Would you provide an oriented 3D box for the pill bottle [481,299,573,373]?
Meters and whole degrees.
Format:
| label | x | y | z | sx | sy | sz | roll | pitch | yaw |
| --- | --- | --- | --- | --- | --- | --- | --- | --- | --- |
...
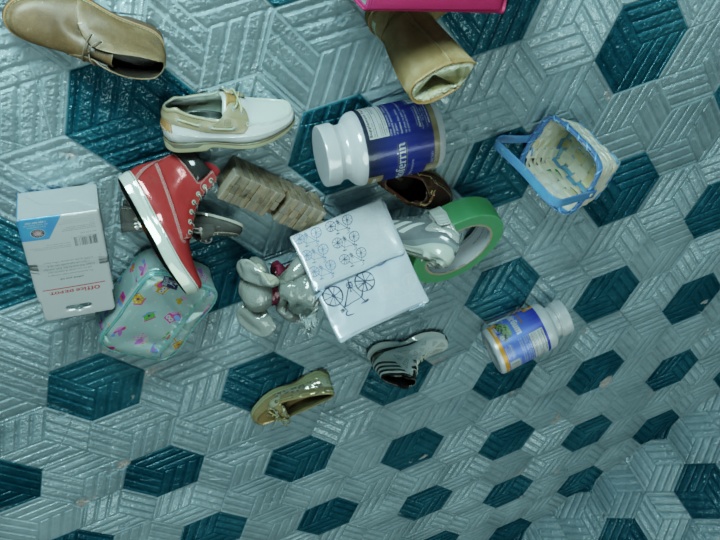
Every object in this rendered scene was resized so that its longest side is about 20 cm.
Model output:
| label | x | y | z | sx | sy | sz | roll | pitch | yaw |
| --- | --- | --- | --- | --- | --- | --- | --- | --- | --- |
| pill bottle | 0.393 | 0.149 | 1.677 | 0.196 | 0.113 | 0.113 | -27 | 139 | -2 |

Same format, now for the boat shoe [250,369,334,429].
| label | x | y | z | sx | sy | sz | roll | pitch | yaw |
| --- | --- | --- | --- | --- | --- | --- | --- | --- | --- |
| boat shoe | -0.150 | 0.289 | 1.565 | 0.197 | 0.063 | 0.074 | -31 | 139 | 4 |

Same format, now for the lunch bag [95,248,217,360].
| label | x | y | z | sx | sy | sz | roll | pitch | yaw |
| --- | --- | --- | --- | --- | --- | --- | --- | --- | --- |
| lunch bag | -0.344 | 0.062 | 1.228 | 0.159 | 0.078 | 0.200 | 25 | 117 | -41 |

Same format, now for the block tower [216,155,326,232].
| label | x | y | z | sx | sy | sz | roll | pitch | yaw |
| --- | --- | --- | --- | --- | --- | --- | --- | --- | --- |
| block tower | -0.144 | -0.120 | 1.172 | 0.197 | 0.058 | 0.054 | 21 | 121 | -42 |

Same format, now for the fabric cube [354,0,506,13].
| label | x | y | z | sx | sy | sz | roll | pitch | yaw |
| --- | --- | --- | --- | --- | --- | --- | --- | --- | --- |
| fabric cube | 0.075 | -0.443 | 0.859 | 0.194 | 0.202 | 0.199 | -7 | 134 | -22 |

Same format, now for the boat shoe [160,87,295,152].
| label | x | y | z | sx | sy | sz | roll | pitch | yaw |
| --- | --- | --- | --- | --- | --- | --- | --- | --- | --- |
| boat shoe | -0.189 | -0.222 | 1.032 | 0.195 | 0.076 | 0.069 | -14 | 143 | -14 |

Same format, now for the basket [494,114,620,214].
| label | x | y | z | sx | sy | sz | roll | pitch | yaw |
| --- | --- | --- | --- | --- | --- | --- | --- | --- | --- |
| basket | 0.354 | -0.185 | 1.279 | 0.196 | 0.178 | 0.141 | -7 | 140 | -37 |

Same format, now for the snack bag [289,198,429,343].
| label | x | y | z | sx | sy | sz | roll | pitch | yaw |
| --- | --- | --- | --- | --- | --- | --- | --- | --- | --- |
| snack bag | 0.000 | 0.000 | 1.205 | 0.185 | 0.204 | 0.021 | -22 | 172 | -18 |

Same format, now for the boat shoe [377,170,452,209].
| label | x | y | z | sx | sy | sz | roll | pitch | yaw |
| --- | --- | --- | --- | --- | --- | --- | --- | --- | --- |
| boat shoe | 0.097 | -0.144 | 1.264 | 0.197 | 0.071 | 0.071 | 17 | 120 | -40 |

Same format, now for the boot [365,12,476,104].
| label | x | y | z | sx | sy | sz | roll | pitch | yaw |
| --- | --- | --- | --- | --- | --- | --- | --- | --- | --- |
| boot | 0.109 | -0.328 | 0.988 | 0.172 | 0.202 | 0.067 | -29 | 139 | 3 |

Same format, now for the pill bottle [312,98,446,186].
| label | x | y | z | sx | sy | sz | roll | pitch | yaw |
| --- | --- | --- | --- | --- | --- | --- | --- | --- | --- |
| pill bottle | 0.028 | -0.201 | 1.136 | 0.195 | 0.117 | 0.117 | -14 | 137 | -13 |

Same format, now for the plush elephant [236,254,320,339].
| label | x | y | z | sx | sy | sz | roll | pitch | yaw |
| --- | --- | --- | --- | --- | --- | --- | --- | --- | --- |
| plush elephant | -0.145 | 0.027 | 1.245 | 0.151 | 0.202 | 0.167 | 13 | 127 | -8 |

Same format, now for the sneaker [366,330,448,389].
| label | x | y | z | sx | sy | sz | roll | pitch | yaw |
| --- | --- | --- | --- | --- | --- | --- | --- | --- | --- |
| sneaker | 0.121 | 0.208 | 1.588 | 0.196 | 0.117 | 0.077 | -10 | 136 | -19 |

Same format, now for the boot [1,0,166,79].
| label | x | y | z | sx | sy | sz | roll | pitch | yaw |
| --- | --- | --- | --- | --- | --- | --- | --- | --- | --- |
| boot | -0.337 | -0.289 | 0.889 | 0.196 | 0.076 | 0.074 | 6 | 131 | -30 |

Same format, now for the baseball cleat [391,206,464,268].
| label | x | y | z | sx | sy | sz | roll | pitch | yaw |
| --- | --- | --- | --- | --- | --- | --- | --- | --- | --- |
| baseball cleat | 0.094 | -0.074 | 1.282 | 0.108 | 0.197 | 0.070 | -59 | 154 | -13 |

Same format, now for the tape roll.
| label | x | y | z | sx | sy | sz | roll | pitch | yaw |
| --- | --- | --- | --- | --- | --- | --- | --- | --- | --- |
| tape roll | 0.179 | -0.056 | 1.378 | 0.196 | 0.049 | 0.202 | -22 | 151 | -12 |

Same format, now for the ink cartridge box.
| label | x | y | z | sx | sy | sz | roll | pitch | yaw |
| --- | --- | --- | --- | --- | --- | --- | --- | --- | --- |
| ink cartridge box | -0.447 | -0.025 | 1.096 | 0.113 | 0.067 | 0.203 | -10 | 135 | -19 |

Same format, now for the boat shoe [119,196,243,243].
| label | x | y | z | sx | sy | sz | roll | pitch | yaw |
| --- | --- | --- | --- | --- | --- | --- | --- | --- | --- |
| boat shoe | -0.283 | -0.069 | 1.130 | 0.196 | 0.066 | 0.059 | 13 | 82 | -29 |

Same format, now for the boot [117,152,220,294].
| label | x | y | z | sx | sy | sz | roll | pitch | yaw |
| --- | --- | --- | --- | --- | --- | --- | --- | --- | --- |
| boot | -0.252 | -0.079 | 1.069 | 0.142 | 0.072 | 0.204 | -29 | 100 | -22 |
